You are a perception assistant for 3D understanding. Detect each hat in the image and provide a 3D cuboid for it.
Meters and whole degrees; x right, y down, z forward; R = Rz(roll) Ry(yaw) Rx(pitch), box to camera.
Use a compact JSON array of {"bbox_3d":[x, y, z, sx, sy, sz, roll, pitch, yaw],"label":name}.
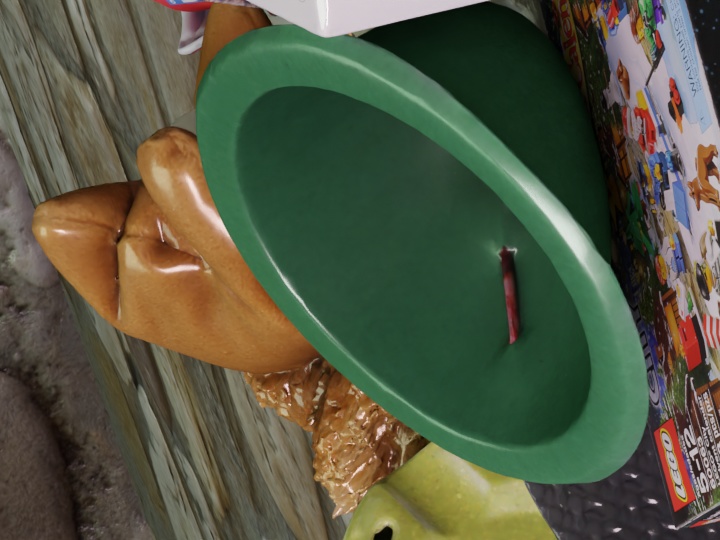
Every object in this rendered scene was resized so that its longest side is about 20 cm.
[{"bbox_3d":[0.058,-0.059,0.837,0.200,0.176,0.166,39,150,13],"label":"hat"}]

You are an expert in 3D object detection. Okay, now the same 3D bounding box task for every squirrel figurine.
[{"bbox_3d":[0.000,0.000,1.033,0.186,0.142,0.201,5,133,51],"label":"squirrel figurine"}]

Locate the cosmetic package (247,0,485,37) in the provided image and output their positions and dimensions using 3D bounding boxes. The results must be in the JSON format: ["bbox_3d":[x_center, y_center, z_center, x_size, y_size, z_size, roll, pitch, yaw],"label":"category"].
[{"bbox_3d":[-0.012,-0.133,0.813,0.200,0.101,0.074,33,133,58],"label":"cosmetic package"}]

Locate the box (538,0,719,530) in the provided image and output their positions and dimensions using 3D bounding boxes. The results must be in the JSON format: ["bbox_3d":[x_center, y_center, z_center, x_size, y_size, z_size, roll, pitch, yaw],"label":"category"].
[{"bbox_3d":[0.102,-0.033,0.778,0.137,0.037,0.201,120,137,-73],"label":"box"}]

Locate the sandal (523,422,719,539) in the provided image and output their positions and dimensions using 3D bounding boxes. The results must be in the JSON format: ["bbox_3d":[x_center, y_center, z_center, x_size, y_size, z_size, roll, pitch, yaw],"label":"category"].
[{"bbox_3d":[0.106,0.091,0.852,0.201,0.075,0.048,65,-175,15],"label":"sandal"}]

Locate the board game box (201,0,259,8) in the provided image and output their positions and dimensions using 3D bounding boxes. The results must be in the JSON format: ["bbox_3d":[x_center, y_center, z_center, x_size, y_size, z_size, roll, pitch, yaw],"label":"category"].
[{"bbox_3d":[-0.122,-0.191,1.041,0.200,0.159,0.097,35,111,36],"label":"board game box"}]

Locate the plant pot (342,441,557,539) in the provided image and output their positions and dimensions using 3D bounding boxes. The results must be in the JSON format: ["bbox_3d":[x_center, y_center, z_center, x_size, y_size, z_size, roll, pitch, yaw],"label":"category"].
[{"bbox_3d":[0.066,0.159,0.984,0.201,0.199,0.185,58,168,37],"label":"plant pot"}]

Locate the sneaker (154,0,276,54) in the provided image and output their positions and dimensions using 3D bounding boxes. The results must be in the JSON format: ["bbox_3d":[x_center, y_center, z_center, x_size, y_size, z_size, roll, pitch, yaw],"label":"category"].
[{"bbox_3d":[-0.032,-0.134,1.111,0.200,0.112,0.072,-146,34,-70],"label":"sneaker"}]

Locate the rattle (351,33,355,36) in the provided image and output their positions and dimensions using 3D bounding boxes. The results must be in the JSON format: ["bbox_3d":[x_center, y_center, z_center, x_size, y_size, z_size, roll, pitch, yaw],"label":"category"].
[{"bbox_3d":[0.035,-0.027,1.221,0.130,0.142,0.201,-47,44,43],"label":"rattle"}]
